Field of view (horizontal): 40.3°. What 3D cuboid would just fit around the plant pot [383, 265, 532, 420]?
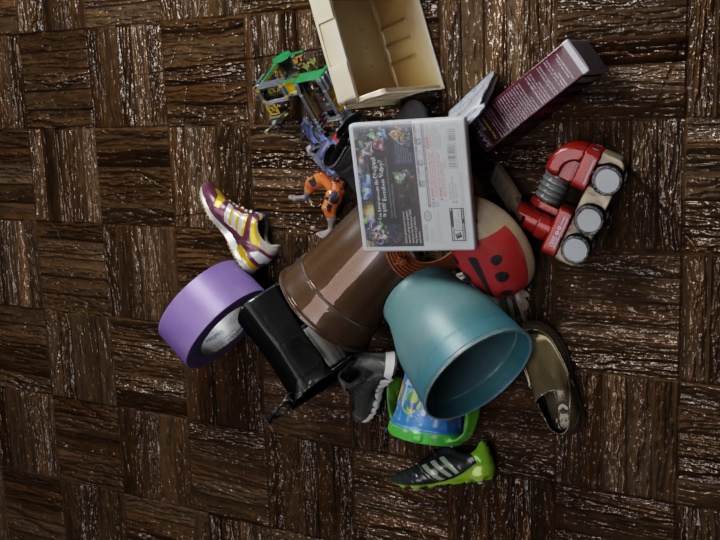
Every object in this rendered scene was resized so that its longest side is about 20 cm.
[{"bbox_3d":[0.139,0.100,1.562,0.200,0.199,0.188,-55,51,26],"label":"plant pot"}]

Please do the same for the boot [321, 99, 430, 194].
[{"bbox_3d":[0.030,-0.220,1.595,0.070,0.132,0.201,21,75,41],"label":"boot"}]

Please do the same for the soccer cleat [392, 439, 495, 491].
[{"bbox_3d":[0.144,0.342,1.726,0.199,0.067,0.082,-14,77,30],"label":"soccer cleat"}]

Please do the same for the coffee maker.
[{"bbox_3d":[-0.135,0.134,1.768,0.200,0.192,0.135,52,136,13],"label":"coffee maker"}]

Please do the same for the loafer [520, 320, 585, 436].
[{"bbox_3d":[0.308,0.177,1.584,0.076,0.067,0.201,-25,90,23],"label":"loafer"}]

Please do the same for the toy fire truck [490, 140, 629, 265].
[{"bbox_3d":[0.294,-0.128,1.519,0.199,0.129,0.177,26,112,13],"label":"toy fire truck"}]

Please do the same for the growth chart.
[{"bbox_3d":[0.219,0.063,1.647,0.144,0.018,0.201,-3,98,30],"label":"growth chart"}]

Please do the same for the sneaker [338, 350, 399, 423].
[{"bbox_3d":[0.000,0.201,1.736,0.090,0.067,0.200,11,140,-10],"label":"sneaker"}]

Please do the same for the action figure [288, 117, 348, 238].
[{"bbox_3d":[-0.049,-0.183,1.728,0.194,0.104,0.200,-56,39,24],"label":"action figure"}]

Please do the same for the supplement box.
[{"bbox_3d":[0.269,-0.266,1.498,0.200,0.109,0.061,-39,81,29],"label":"supplement box"}]

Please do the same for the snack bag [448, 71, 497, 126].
[{"bbox_3d":[0.135,-0.220,1.542,0.021,0.189,0.200,42,118,-8],"label":"snack bag"}]

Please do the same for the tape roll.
[{"bbox_3d":[-0.273,0.083,1.833,0.085,0.200,0.200,43,118,16],"label":"tape roll"}]

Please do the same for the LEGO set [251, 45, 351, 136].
[{"bbox_3d":[-0.077,-0.306,1.686,0.199,0.154,0.116,-10,129,29],"label":"LEGO set"}]

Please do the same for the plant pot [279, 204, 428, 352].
[{"bbox_3d":[0.000,0.000,1.671,0.200,0.200,0.198,48,112,13],"label":"plant pot"}]

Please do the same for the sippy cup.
[{"bbox_3d":[0.121,0.220,1.677,0.177,0.140,0.131,7,93,13],"label":"sippy cup"}]

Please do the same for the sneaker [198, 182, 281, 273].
[{"bbox_3d":[-0.224,-0.097,1.852,0.090,0.075,0.201,-36,81,13],"label":"sneaker"}]

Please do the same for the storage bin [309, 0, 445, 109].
[{"bbox_3d":[0.024,-0.371,1.570,0.093,0.198,0.201,-14,93,35],"label":"storage bin"}]

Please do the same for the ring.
[{"bbox_3d":[0.126,-0.070,1.577,0.019,0.199,0.202,39,120,49],"label":"ring"}]

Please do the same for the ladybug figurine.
[{"bbox_3d":[0.200,-0.027,1.545,0.135,0.072,0.200,-1,134,43],"label":"ladybug figurine"}]

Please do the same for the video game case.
[{"bbox_3d":[0.080,-0.127,1.478,0.181,0.023,0.201,0,108,20],"label":"video game case"}]
